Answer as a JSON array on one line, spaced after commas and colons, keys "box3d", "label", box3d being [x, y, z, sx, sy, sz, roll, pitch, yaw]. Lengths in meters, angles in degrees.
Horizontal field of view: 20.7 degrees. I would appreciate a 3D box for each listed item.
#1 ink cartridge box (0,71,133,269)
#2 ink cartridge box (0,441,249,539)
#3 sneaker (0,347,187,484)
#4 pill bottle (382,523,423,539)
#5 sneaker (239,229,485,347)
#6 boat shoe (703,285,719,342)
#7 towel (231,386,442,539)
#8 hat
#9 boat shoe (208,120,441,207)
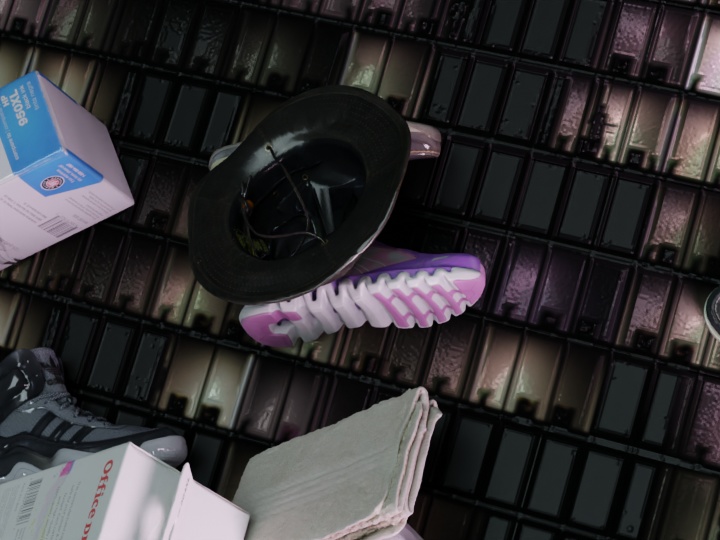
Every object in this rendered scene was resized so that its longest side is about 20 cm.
[{"box3d": [-0.313, -0.066, 1.636, 0.200, 0.145, 0.084, -26, 70, 8], "label": "ink cartridge box"}, {"box3d": [-0.188, 0.225, 1.487, 0.200, 0.125, 0.129, -20, 46, 44], "label": "ink cartridge box"}, {"box3d": [-0.238, 0.118, 1.614, 0.199, 0.075, 0.114, -7, 78, 17], "label": "sneaker"}, {"box3d": [-0.019, 0.284, 1.491, 0.200, 0.114, 0.114, -44, 69, 3], "label": "pill bottle"}, {"box3d": [0.000, 0.000, 1.578, 0.199, 0.081, 0.089, -7, 60, 12], "label": "sneaker"}, {"box3d": [0.348, 0.052, 1.465, 0.199, 0.066, 0.075, 27, 86, 20], "label": "boat shoe"}, {"box3d": [-0.027, 0.169, 1.500, 0.200, 0.034, 0.133, -24, 31, 36], "label": "towel"}, {"box3d": [-0.034, -0.041, 1.528, 0.200, 0.081, 0.201, -18, 50, 22], "label": "hat"}, {"box3d": [-0.026, -0.077, 1.610, 0.199, 0.074, 0.074, -9, 86, 22], "label": "boat shoe"}]
